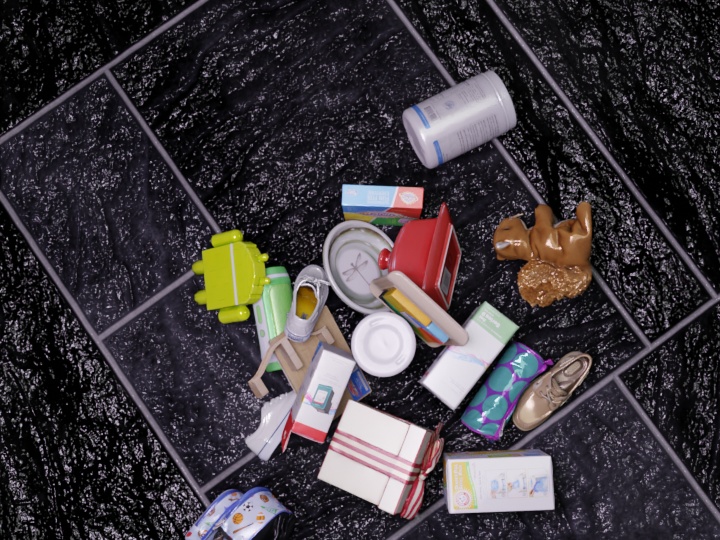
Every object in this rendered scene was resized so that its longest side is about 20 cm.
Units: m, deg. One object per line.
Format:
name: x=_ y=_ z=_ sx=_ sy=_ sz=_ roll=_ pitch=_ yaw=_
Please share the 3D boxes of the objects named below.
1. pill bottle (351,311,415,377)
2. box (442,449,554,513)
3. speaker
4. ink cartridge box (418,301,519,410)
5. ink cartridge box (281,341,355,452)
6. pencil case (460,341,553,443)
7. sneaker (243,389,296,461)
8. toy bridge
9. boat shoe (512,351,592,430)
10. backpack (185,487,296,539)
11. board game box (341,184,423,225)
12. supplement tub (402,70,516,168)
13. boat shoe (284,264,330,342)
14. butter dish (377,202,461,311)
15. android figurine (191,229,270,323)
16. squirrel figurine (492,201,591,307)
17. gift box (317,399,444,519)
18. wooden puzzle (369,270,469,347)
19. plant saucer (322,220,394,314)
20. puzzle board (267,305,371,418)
pill bottle: x=0.044 y=0.144 z=1.651 sx=0.119 sy=0.200 sz=0.120 roll=0 pitch=84 yaw=1
box: x=0.261 y=0.405 z=1.662 sx=0.199 sy=0.112 sz=0.102 roll=-2 pitch=85 yaw=0
speaker: x=-0.168 y=0.097 z=1.717 sx=0.088 sy=0.088 sz=0.201 roll=-11 pitch=84 yaw=0
ink cartridge box: x=0.207 y=0.167 z=1.673 sx=0.087 sy=0.145 sz=0.200 roll=37 pitch=86 yaw=6
ink cartridge box: x=-0.081 y=0.241 z=1.592 sx=0.067 sy=0.116 sz=0.201 roll=22 pitch=91 yaw=-7
pencil case: x=0.286 y=0.238 z=1.691 sx=0.092 sy=0.085 sz=0.200 roll=30 pitch=84 yaw=39
sneaker: x=-0.159 y=0.279 z=1.704 sx=0.071 sy=0.073 sz=0.200 roll=34 pitch=85 yaw=2
toy bridge: x=-0.135 y=0.159 z=1.637 sx=0.200 sy=0.027 sz=0.067 roll=-36 pitch=98 yaw=-34
boat shoe: x=0.378 y=0.235 z=1.703 sx=0.071 sy=0.065 sz=0.200 roll=42 pitch=86 yaw=5
backpack: x=-0.223 y=0.503 z=1.636 sx=0.190 sy=0.200 sz=0.154 roll=-42 pitch=71 yaw=-7
board game box: x=0.042 y=-0.125 z=1.681 sx=0.152 sy=0.200 sz=0.040 roll=3 pitch=83 yaw=2
supplement tub: x=0.197 y=-0.303 z=1.732 sx=0.199 sy=0.132 sz=0.132 roll=-25 pitch=84 yaw=-2
boat shoe: x=-0.100 y=0.041 z=1.672 sx=0.074 sy=0.086 sz=0.202 roll=20 pitch=41 yaw=-1
butter dish: x=0.106 y=-0.013 z=1.672 sx=0.147 sy=0.200 sz=0.200 roll=8 pitch=69 yaw=18
android figurine: x=-0.254 y=0.011 z=1.701 sx=0.200 sy=0.041 sz=0.183 roll=-13 pitch=81 yaw=37
squirrel figurine: x=0.357 y=-0.030 z=1.700 sx=0.186 sy=0.142 sz=0.201 roll=-2 pitch=81 yaw=7
gift box: x=0.055 y=0.352 z=1.643 sx=0.186 sy=0.200 sz=0.185 roll=21 pitch=88 yaw=19
wooden puzzle: x=0.099 y=0.080 z=1.585 sx=0.185 sy=0.200 sz=0.037 roll=43 pitch=77 yaw=-3
plant saucer: x=0.000 y=0.000 z=1.713 sx=0.200 sy=0.050 sz=0.201 roll=17 pitch=59 yaw=-30
puzzle board: x=-0.079 y=0.191 z=1.692 sx=0.151 sy=0.017 sz=0.200 roll=-32 pitch=97 yaw=-34
